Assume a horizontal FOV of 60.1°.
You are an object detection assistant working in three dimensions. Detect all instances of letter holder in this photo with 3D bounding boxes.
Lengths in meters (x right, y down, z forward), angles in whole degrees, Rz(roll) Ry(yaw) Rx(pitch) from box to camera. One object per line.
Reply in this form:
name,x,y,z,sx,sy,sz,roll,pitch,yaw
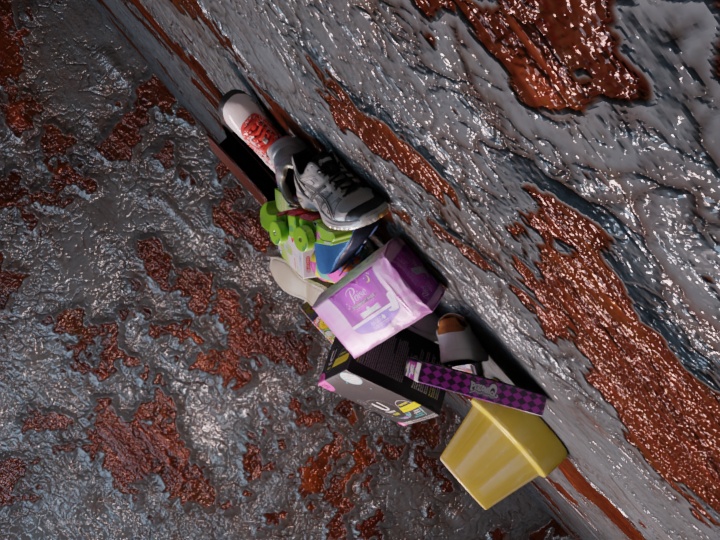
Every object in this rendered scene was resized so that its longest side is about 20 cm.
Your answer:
letter holder,-0.251,-0.256,1.445,0.200,0.100,0.142,47,173,1

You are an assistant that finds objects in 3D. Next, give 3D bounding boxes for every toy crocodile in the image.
toy crocodile,-0.087,-0.070,0.956,0.199,0.067,0.063,16,115,51

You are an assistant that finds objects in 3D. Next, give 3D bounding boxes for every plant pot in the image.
plant pot,0.265,0.349,1.214,0.201,0.189,0.201,46,176,5

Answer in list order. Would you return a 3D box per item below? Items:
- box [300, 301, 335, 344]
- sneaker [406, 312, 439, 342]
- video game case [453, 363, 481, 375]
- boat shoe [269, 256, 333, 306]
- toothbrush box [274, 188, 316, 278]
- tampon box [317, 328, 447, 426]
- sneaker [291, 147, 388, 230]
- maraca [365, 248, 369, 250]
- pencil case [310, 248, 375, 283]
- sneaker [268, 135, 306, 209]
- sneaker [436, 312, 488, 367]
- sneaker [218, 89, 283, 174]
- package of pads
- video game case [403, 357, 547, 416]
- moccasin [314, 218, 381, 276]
box,-0.006,0.104,1.546,0.193,0.200,0.122,48,175,-24
sneaker,0.094,0.067,1.177,0.199,0.081,0.076,28,-173,-20
video game case,0.160,0.190,1.303,0.179,0.026,0.200,12,161,19
boat shoe,-0.114,0.020,1.328,0.199,0.059,0.073,29,126,35
toothbrush box,-0.109,-0.084,1.266,0.200,0.085,0.147,-144,49,-62
tampon box,0.048,0.187,1.170,0.199,0.127,0.150,27,152,-13
sneaker,-0.041,-0.119,0.873,0.199,0.075,0.088,26,139,48
maraca,0.027,0.051,1.257,0.106,0.137,0.201,-9,115,41
pencil case,0.000,0.000,1.109,0.199,0.089,0.089,20,157,44
sneaker,-0.085,-0.122,1.036,0.200,0.081,0.089,50,-162,-29
sneaker,0.170,0.115,1.041,0.200,0.072,0.086,39,-140,-71
sneaker,-0.163,-0.230,1.096,0.108,0.067,0.201,44,177,28
package of pads,0.023,0.046,0.986,0.121,0.076,0.200,48,130,-6
video game case,0.177,0.185,1.012,0.198,0.036,0.181,16,173,-2
moccasin,-0.021,-0.040,1.013,0.200,0.068,0.081,-31,74,65
